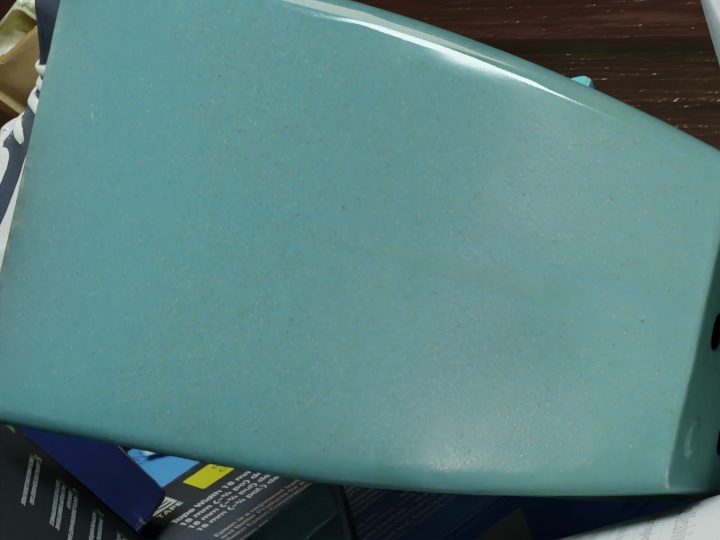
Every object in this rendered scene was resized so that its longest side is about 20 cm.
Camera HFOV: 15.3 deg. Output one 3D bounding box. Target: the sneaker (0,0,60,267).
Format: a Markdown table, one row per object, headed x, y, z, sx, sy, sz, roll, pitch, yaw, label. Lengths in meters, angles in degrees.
| x | y | z | sx | sy | sz | roll | pitch | yaw | label |
| --- | --- | --- | --- | --- | --- | --- | --- | --- | --- |
| -0.097 | -0.072 | 0.941 | 0.198 | 0.130 | 0.080 | -7 | 26 | 35 | sneaker |

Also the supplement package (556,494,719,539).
| x | y | z | sx | sy | sz | roll | pitch | yaw | label |
| --- | --- | --- | --- | --- | --- | --- | --- | --- | --- |
| 0.149 | 0.105 | 0.678 | 0.199 | 0.110 | 0.114 | -17 | 3 | 11 | supplement package |

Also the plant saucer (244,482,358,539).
| x | y | z | sx | sy | sz | roll | pitch | yaw | label |
| --- | --- | --- | --- | --- | --- | --- | --- | --- | --- |
| -0.074 | 0.145 | 0.850 | 0.200 | 0.019 | 0.070 | -39 | 25 | 11 | plant saucer |

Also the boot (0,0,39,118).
| x | y | z | sx | sy | sz | roll | pitch | yaw | label |
| --- | --- | --- | --- | --- | --- | --- | --- | --- | --- |
| -0.074 | -0.034 | 1.081 | 0.175 | 0.200 | 0.066 | -29 | 32 | 51 | boot |

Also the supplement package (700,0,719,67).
| x | y | z | sx | sy | sz | roll | pitch | yaw | label |
| --- | --- | --- | --- | --- | --- | --- | --- | --- | --- |
| 0.224 | -0.037 | 0.862 | 0.190 | 0.201 | 0.147 | -17 | 21 | 8 | supplement package |

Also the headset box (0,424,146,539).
| x | y | z | sx | sy | sz | roll | pitch | yaw | label |
| --- | --- | --- | --- | --- | --- | --- | --- | --- | --- |
| -0.130 | 0.104 | 0.736 | 0.093 | 0.200 | 0.174 | -44 | 15 | 12 | headset box |

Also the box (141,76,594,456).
| x | y | z | sx | sy | sz | roll | pitch | yaw | label |
| --- | --- | --- | --- | --- | --- | --- | --- | --- | --- |
| 0.000 | 0.000 | 0.966 | 0.199 | 0.083 | 0.049 | -16 | 21 | 19 | box |

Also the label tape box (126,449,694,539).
| x | y | z | sx | sy | sz | roll | pitch | yaw | label |
| --- | --- | --- | --- | --- | --- | --- | --- | --- | --- |
| 0.005 | 0.087 | 0.954 | 0.144 | 0.064 | 0.200 | -32 | 22 | -27 | label tape box |

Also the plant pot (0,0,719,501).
| x | y | z | sx | sy | sz | roll | pitch | yaw | label |
| --- | --- | --- | --- | --- | --- | --- | --- | --- | --- |
| 0.020 | -0.002 | 0.782 | 0.199 | 0.142 | 0.141 | 12 | -1 | 24 | plant pot |

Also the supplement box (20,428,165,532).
| x | y | z | sx | sy | sz | roll | pitch | yaw | label |
| --- | --- | --- | --- | --- | --- | --- | --- | --- | --- |
| -0.183 | 0.095 | 0.961 | 0.199 | 0.110 | 0.109 | -13 | 37 | 51 | supplement box |

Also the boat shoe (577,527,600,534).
| x | y | z | sx | sy | sz | roll | pitch | yaw | label |
| --- | --- | --- | --- | --- | --- | --- | --- | --- | --- |
| 0.031 | 0.137 | 0.794 | 0.199 | 0.074 | 0.066 | -31 | 18 | -25 | boat shoe |
